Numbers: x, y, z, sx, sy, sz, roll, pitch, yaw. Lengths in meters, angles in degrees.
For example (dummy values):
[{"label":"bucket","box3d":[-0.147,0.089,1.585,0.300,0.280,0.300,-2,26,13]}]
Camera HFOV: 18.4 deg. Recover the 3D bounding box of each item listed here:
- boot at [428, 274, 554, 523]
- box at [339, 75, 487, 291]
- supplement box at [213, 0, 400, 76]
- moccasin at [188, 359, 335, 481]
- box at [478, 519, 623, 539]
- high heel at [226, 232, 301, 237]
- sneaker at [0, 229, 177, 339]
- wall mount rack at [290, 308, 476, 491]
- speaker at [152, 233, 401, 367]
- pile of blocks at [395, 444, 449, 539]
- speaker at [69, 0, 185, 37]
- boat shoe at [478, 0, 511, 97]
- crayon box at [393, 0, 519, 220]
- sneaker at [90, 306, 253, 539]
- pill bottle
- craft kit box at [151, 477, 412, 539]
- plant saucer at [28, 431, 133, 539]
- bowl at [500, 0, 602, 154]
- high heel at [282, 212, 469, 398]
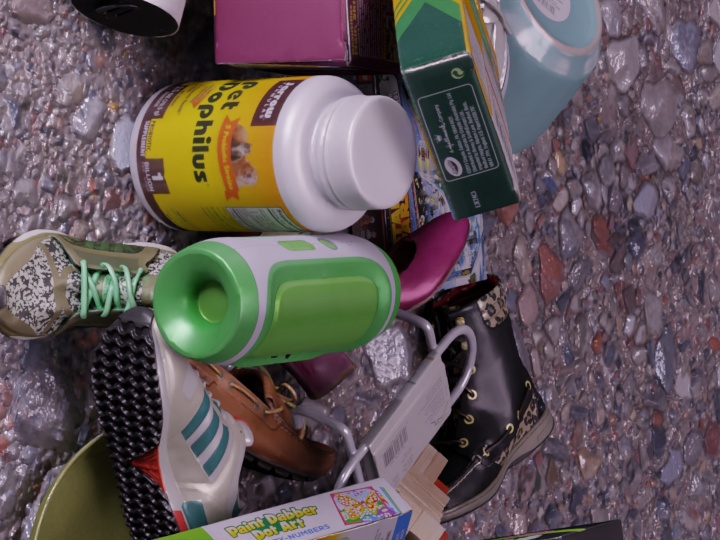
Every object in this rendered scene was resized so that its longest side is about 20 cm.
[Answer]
[{"label":"boot","box3d":[0.079,0.108,1.859,0.203,0.073,0.154,-37,116,-45]},{"label":"box","box3d":[0.045,-0.081,1.831,0.137,0.040,0.201,-12,101,-51]},{"label":"supplement box","box3d":[-0.031,-0.210,1.632,0.200,0.103,0.132,-8,98,-75]},{"label":"moccasin","box3d":[-0.087,0.102,1.653,0.201,0.073,0.078,32,74,-39]},{"label":"box","box3d":[0.102,0.275,1.749,0.148,0.199,0.125,2,77,-66]},{"label":"high heel","box3d":[-0.088,-0.032,1.676,0.201,0.096,0.068,-79,151,-46]},{"label":"sneaker","box3d":[-0.168,0.009,1.529,0.200,0.088,0.077,-5,95,-50]},{"label":"wall mount rack","box3d":[0.013,0.127,1.670,0.200,0.074,0.174,-50,146,-33]},{"label":"speaker","box3d":[-0.054,0.018,1.521,0.200,0.088,0.089,-3,94,-58]},{"label":"pile of blocks","box3d":[0.034,0.196,1.710,0.062,0.082,0.200,41,15,-3]},{"label":"speaker","box3d":[-0.143,-0.268,1.559,0.081,0.081,0.201,30,67,-47]},{"label":"boat shoe","box3d":[0.077,-0.216,1.703,0.086,0.074,0.203,21,67,-83]},{"label":"crayon box","box3d":[0.065,-0.145,1.577,0.200,0.051,0.126,-92,164,-55]},{"label":"sneaker","box3d":[-0.124,0.105,1.543,0.093,0.070,0.201,-32,124,-41]},{"label":"pill bottle","box3d":[-0.061,-0.082,1.572,0.109,0.199,0.110,-1,92,-51]},{"label":"craft kit box","box3d":[-0.073,0.252,1.562,0.197,0.049,0.201,-14,133,-36]},{"label":"plant saucer","box3d":[-0.171,0.208,1.578,0.200,0.031,0.201,-2,92,-52]},{"label":"bowl","box3d":[0.124,-0.206,1.822,0.200,0.105,0.202,26,51,-37]},{"label":"high heel","box3d":[0.000,0.000,1.717,0.200,0.067,0.096,-47,110,-25]}]
